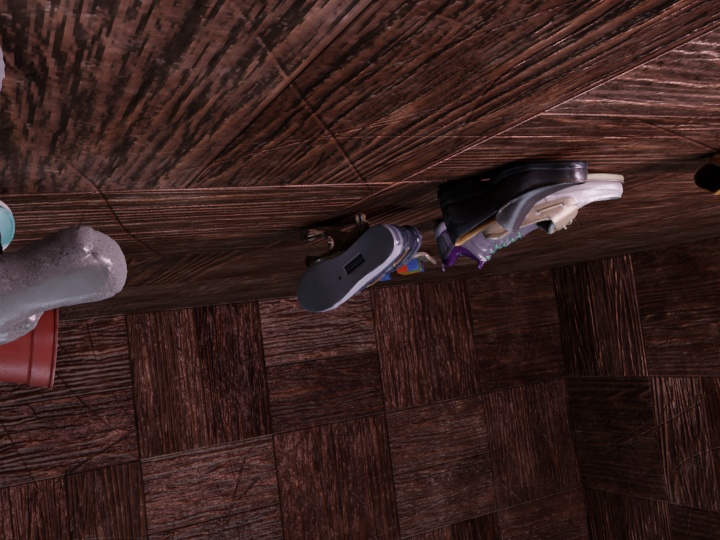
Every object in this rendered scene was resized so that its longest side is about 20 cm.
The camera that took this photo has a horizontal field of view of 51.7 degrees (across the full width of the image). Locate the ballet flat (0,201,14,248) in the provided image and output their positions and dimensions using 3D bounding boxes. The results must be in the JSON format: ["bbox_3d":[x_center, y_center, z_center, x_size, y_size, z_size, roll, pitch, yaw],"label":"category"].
[{"bbox_3d":[-0.374,-0.037,0.582,0.068,0.071,0.199,-10,176,30],"label":"ballet flat"}]

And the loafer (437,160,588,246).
[{"bbox_3d":[0.177,-0.079,0.861,0.072,0.074,0.198,-2,173,-40],"label":"loafer"}]

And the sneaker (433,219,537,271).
[{"bbox_3d":[0.221,-0.050,1.212,0.196,0.089,0.074,-8,176,14],"label":"sneaker"}]

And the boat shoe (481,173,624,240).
[{"bbox_3d":[0.245,-0.082,0.963,0.196,0.070,0.075,-8,176,0],"label":"boat shoe"}]

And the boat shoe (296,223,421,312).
[{"bbox_3d":[0.000,0.000,1.077,0.199,0.072,0.090,-33,165,31],"label":"boat shoe"}]

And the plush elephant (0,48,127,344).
[{"bbox_3d":[-0.243,-0.031,0.373,0.199,0.155,0.166,-38,137,-11],"label":"plush elephant"}]

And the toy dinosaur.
[{"bbox_3d":[-0.037,-0.039,1.112,0.099,0.059,0.200,-8,176,-13],"label":"toy dinosaur"}]

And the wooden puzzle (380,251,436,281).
[{"bbox_3d":[0.084,-0.005,1.830,0.196,0.047,0.185,-8,176,10],"label":"wooden puzzle"}]

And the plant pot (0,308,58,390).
[{"bbox_3d":[-0.767,0.156,1.610,0.192,0.205,0.200,4,171,-27],"label":"plant pot"}]

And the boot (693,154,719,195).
[{"bbox_3d":[0.502,-0.122,0.876,0.141,0.072,0.201,-10,-179,-8],"label":"boot"}]
